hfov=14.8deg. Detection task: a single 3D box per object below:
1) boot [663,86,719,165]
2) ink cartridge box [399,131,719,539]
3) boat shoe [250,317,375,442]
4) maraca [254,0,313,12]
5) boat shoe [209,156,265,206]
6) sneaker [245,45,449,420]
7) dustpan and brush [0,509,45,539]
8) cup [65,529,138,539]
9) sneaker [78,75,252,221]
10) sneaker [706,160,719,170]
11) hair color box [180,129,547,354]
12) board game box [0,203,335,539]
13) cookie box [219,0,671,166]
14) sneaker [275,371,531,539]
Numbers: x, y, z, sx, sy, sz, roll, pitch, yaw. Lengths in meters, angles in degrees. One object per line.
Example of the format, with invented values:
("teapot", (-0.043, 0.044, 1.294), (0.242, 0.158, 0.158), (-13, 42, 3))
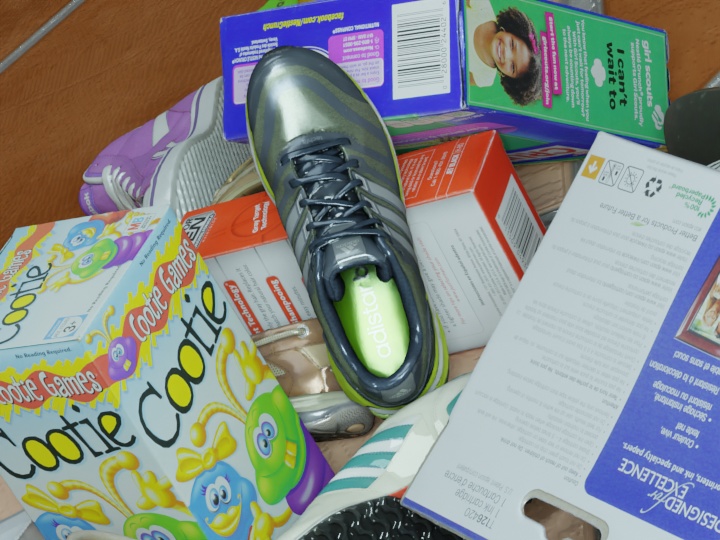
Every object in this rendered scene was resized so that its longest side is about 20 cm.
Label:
("boot", (0.250, -0.067, 1.442), (0.200, 0.074, 0.075), (7, 27, 42))
("ink cartridge box", (0.134, 0.052, 1.233), (0.198, 0.047, 0.200), (23, 86, 49))
("boat shoe", (-0.083, 0.061, 1.501), (0.200, 0.072, 0.076), (-7, -8, 24))
("maraca", (0.008, -0.186, 1.794), (0.200, 0.107, 0.137), (-9, 36, 34))
("boat shoe", (-0.052, -0.033, 1.657), (0.064, 0.071, 0.200), (-5, 29, 48))
("sneaker", (-0.004, -0.022, 1.402), (0.074, 0.200, 0.081), (-22, -3, 0))
("dustpan and brush", (-0.230, 0.182, 1.480), (0.140, 0.057, 0.200), (-27, 29, 7))
("cup", (-0.073, 0.221, 1.169), (0.143, 0.200, 0.200), (-58, 30, 4))
("sneaker", (-0.128, -0.043, 1.743), (0.114, 0.073, 0.200), (-25, 18, 17))
("sneaker", (0.166, 0.010, 1.376), (0.201, 0.076, 0.115), (-48, 12, -27))
("hair color box", (0.000, 0.000, 1.514), (0.200, 0.102, 0.061), (-14, 32, 26))
("board game box", (-0.107, 0.080, 1.382), (0.103, 0.200, 0.105), (-8, 36, 35))
("cookie box", (0.050, -0.104, 1.543), (0.171, 0.075, 0.200), (-5, -7, 39))
("sneaker", (0.018, 0.117, 1.365), (0.200, 0.070, 0.093), (-40, 12, -14))
